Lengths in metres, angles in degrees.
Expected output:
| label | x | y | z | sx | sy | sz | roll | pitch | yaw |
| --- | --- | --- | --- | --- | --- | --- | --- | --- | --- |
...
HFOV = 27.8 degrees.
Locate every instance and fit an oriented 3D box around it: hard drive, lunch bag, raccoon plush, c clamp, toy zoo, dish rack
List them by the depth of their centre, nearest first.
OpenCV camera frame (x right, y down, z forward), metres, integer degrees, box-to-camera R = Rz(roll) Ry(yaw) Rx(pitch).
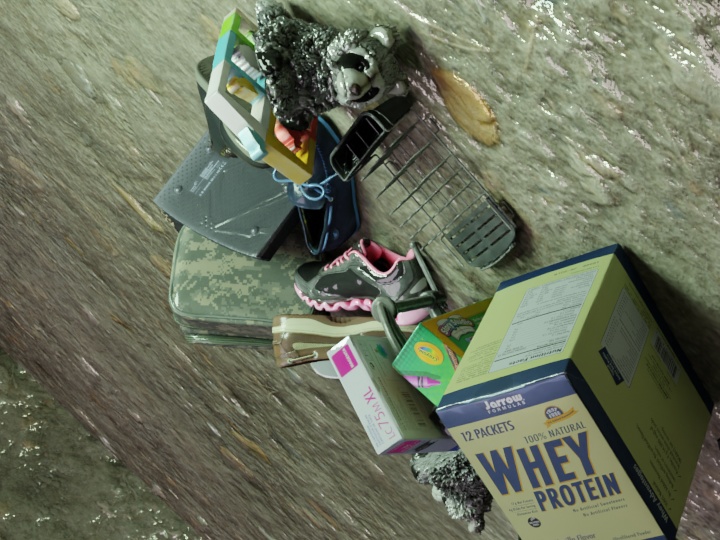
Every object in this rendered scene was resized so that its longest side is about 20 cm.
| label | x | y | z | sx | sy | sz | roll | pitch | yaw |
| --- | --- | --- | --- | --- | --- | --- | --- | --- | --- |
| raccoon plush | -0.031 | -0.226 | 1.401 | 0.097 | 0.134 | 0.200 | 68 | -173 | -53 |
| toy zoo | -0.095 | -0.168 | 1.452 | 0.020 | 0.200 | 0.131 | -35 | 120 | 26 |
| dish rack | 0.067 | -0.078 | 1.472 | 0.200 | 0.055 | 0.153 | 48 | 159 | 1 |
| c clamp | 0.063 | 0.057 | 1.532 | 0.171 | 0.027 | 0.200 | 58 | -158 | 4 |
| raccoon plush | 0.147 | 0.239 | 1.646 | 0.134 | 0.097 | 0.200 | 49 | 153 | -24 |
| hard drive | -0.148 | -0.090 | 1.756 | 0.200 | 0.135 | 0.042 | 27 | 166 | 39 |
| lunch bag | -0.136 | 0.033 | 1.850 | 0.199 | 0.140 | 0.168 | 4 | 160 | 2 |

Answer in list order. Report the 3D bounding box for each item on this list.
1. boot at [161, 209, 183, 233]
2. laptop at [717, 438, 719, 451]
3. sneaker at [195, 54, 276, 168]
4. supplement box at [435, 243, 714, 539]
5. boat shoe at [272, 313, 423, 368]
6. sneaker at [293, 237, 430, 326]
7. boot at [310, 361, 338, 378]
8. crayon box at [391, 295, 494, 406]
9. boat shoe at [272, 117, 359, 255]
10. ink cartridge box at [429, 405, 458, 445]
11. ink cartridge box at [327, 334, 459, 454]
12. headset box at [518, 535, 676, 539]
| label | x | y | z | sx | sy | sz | roll | pitch | yaw |
| --- | --- | --- | --- | --- | --- | --- | --- | --- | --- |
| boot | -0.197 | -0.051 | 1.990 | 0.151 | 0.073 | 0.200 | 50 | 163 | -4 |
| laptop | 0.401 | 0.287 | 1.375 | 0.177 | 0.103 | 0.200 | 23 | 147 | 46 |
| sneaker | -0.124 | -0.152 | 1.632 | 0.200 | 0.075 | 0.106 | -122 | 20 | -45 |
| supplement box | 0.199 | 0.123 | 1.307 | 0.134 | 0.200 | 0.200 | -21 | 112 | 35 |
| boat shoe | -0.004 | 0.094 | 1.724 | 0.202 | 0.075 | 0.075 | 2 | 173 | 4 |
| sneaker | 0.000 | 0.000 | 1.692 | 0.200 | 0.079 | 0.096 | 8 | 126 | 37 |
| boot | 0.041 | 0.110 | 1.818 | 0.199 | 0.096 | 0.074 | 9 | 98 | 24 |
| crayon box | 0.132 | 0.093 | 1.456 | 0.119 | 0.200 | 0.058 | 41 | 116 | 19 |
| boat shoe | -0.047 | -0.091 | 1.642 | 0.084 | 0.069 | 0.200 | 29 | 150 | 40 |
| ink cartridge box | 0.189 | 0.178 | 1.493 | 0.198 | 0.200 | 0.047 | 42 | 114 | 16 |
| ink cartridge box | 0.054 | 0.128 | 1.486 | 0.200 | 0.042 | 0.120 | 6 | -129 | -57 |
| headset box | 0.287 | 0.347 | 1.697 | 0.200 | 0.093 | 0.174 | 35 | 154 | 30 |
